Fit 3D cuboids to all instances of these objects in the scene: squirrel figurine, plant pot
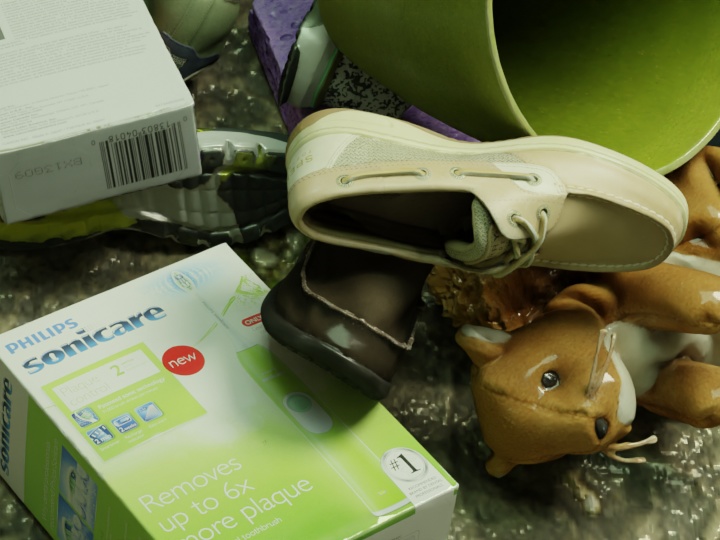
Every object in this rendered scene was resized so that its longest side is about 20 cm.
[{"bbox_3d":[0.116,0.025,1.476,0.187,0.142,0.200,-36,43,-24],"label":"squirrel figurine"},{"bbox_3d":[0.074,-0.145,1.484,0.187,0.187,0.200,-28,22,-32],"label":"plant pot"}]

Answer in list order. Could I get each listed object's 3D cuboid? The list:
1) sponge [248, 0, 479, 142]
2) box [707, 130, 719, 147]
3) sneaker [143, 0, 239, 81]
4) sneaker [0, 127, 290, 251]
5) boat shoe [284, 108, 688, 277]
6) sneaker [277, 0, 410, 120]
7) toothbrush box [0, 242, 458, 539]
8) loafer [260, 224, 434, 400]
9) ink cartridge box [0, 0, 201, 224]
[{"bbox_3d":[0.012,-0.094,1.638,0.111,0.030,0.200,-6,44,-16],"label":"sponge"},{"bbox_3d":[0.207,-0.142,1.654,0.196,0.118,0.200,-11,47,-19],"label":"box"},{"bbox_3d":[-0.105,-0.160,1.660,0.067,0.090,0.200,29,12,-10],"label":"sneaker"},{"bbox_3d":[-0.122,-0.065,1.555,0.200,0.075,0.085,-1,43,-9],"label":"sneaker"},{"bbox_3d":[0.061,-0.025,1.363,0.200,0.072,0.065,11,41,-11],"label":"boat shoe"},{"bbox_3d":[0.024,-0.145,1.635,0.089,0.077,0.200,29,49,2],"label":"sneaker"},{"bbox_3d":[-0.071,0.097,1.383,0.145,0.086,0.200,-22,49,-29],"label":"toothbrush box"},{"bbox_3d":[0.000,0.000,1.405,0.073,0.071,0.200,31,16,-9],"label":"loafer"},{"bbox_3d":[-0.163,-0.110,1.531,0.109,0.050,0.200,-15,38,-11],"label":"ink cartridge box"}]
